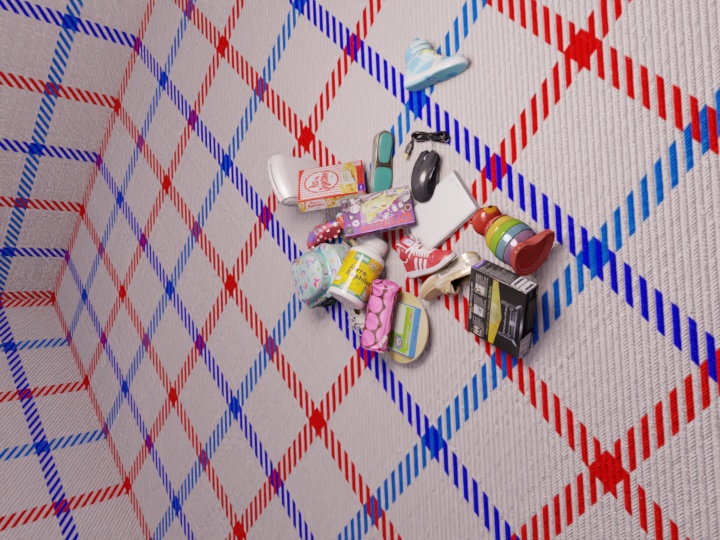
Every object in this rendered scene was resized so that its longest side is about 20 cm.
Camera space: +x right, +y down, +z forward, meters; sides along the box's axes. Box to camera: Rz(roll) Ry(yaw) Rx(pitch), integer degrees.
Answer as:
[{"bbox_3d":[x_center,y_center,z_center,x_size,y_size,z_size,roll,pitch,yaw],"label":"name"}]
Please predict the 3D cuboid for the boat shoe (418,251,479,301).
[{"bbox_3d":[0.235,0.031,1.498,0.200,0.073,0.069,-42,57,33],"label":"boat shoe"}]

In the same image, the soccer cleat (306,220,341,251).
[{"bbox_3d":[-0.121,-0.122,1.810,0.200,0.066,0.077,-40,55,57],"label":"soccer cleat"}]

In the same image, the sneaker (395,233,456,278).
[{"bbox_3d":[0.165,-0.049,1.520,0.113,0.071,0.200,60,148,-5],"label":"sneaker"}]

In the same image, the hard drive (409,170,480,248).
[{"bbox_3d":[0.217,-0.154,1.548,0.200,0.026,0.132,-44,62,34],"label":"hard drive"}]

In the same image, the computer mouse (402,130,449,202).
[{"bbox_3d":[0.156,-0.294,1.573,0.140,0.046,0.201,20,96,44],"label":"computer mouse"}]

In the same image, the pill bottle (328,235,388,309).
[{"bbox_3d":[0.000,0.000,1.653,0.112,0.113,0.201,17,73,41],"label":"pill bottle"}]

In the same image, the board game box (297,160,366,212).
[{"bbox_3d":[-0.085,-0.250,1.695,0.199,0.046,0.152,-9,45,4],"label":"board game box"}]

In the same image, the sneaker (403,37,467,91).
[{"bbox_3d":[0.192,-0.574,1.535,0.199,0.079,0.131,-8,86,42],"label":"sneaker"}]

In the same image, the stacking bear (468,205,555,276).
[{"bbox_3d":[0.346,-0.087,1.374,0.200,0.121,0.114,48,157,40],"label":"stacking bear"}]

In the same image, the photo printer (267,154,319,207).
[{"bbox_3d":[-0.202,-0.281,1.817,0.069,0.199,0.167,-32,68,38],"label":"photo printer"}]

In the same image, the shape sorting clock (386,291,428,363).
[{"bbox_3d":[0.121,0.161,1.626,0.200,0.039,0.201,-7,82,54],"label":"shape sorting clock"}]

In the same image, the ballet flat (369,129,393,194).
[{"bbox_3d":[0.060,-0.308,1.679,0.064,0.067,0.201,-160,76,-69],"label":"ballet flat"}]

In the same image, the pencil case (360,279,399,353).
[{"bbox_3d":[0.059,0.128,1.610,0.094,0.090,0.201,-138,55,-77],"label":"pencil case"}]

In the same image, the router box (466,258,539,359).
[{"bbox_3d":[0.334,0.092,1.366,0.157,0.052,0.201,30,137,38],"label":"router box"}]

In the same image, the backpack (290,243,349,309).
[{"bbox_3d":[-0.111,0.010,1.777,0.199,0.150,0.178,-29,69,34],"label":"backpack"}]

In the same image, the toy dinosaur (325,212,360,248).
[{"bbox_3d":[-0.048,-0.136,1.782,0.200,0.047,0.089,44,125,38],"label":"toy dinosaur"}]

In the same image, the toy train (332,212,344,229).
[{"bbox_3d":[-0.041,-0.199,1.702,0.200,0.150,0.056,56,138,32],"label":"toy train"}]

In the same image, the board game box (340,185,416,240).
[{"bbox_3d":[0.048,-0.162,1.602,0.199,0.032,0.121,-12,70,7],"label":"board game box"}]

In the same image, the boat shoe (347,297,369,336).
[{"bbox_3d":[-0.002,0.144,1.698,0.075,0.086,0.203,-34,65,56],"label":"boat shoe"}]
